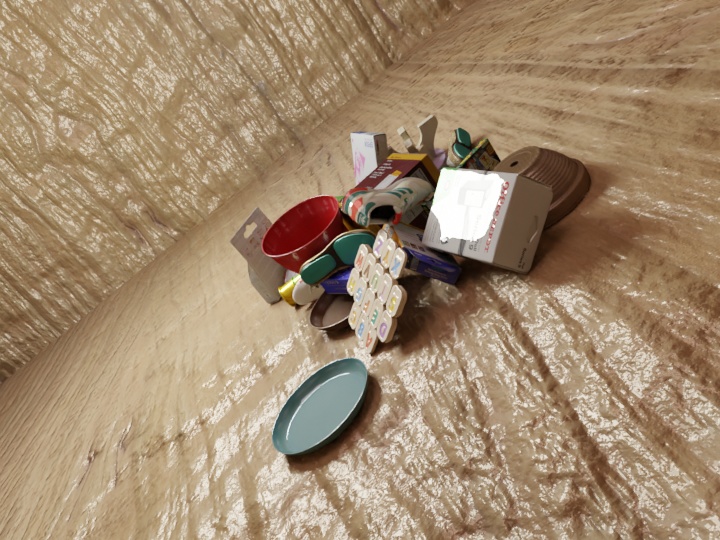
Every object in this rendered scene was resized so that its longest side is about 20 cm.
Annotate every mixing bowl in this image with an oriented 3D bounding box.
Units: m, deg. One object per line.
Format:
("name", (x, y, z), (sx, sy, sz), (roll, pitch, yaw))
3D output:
("mixing bowl", (-0.110, -0.062, 1.427), (0.198, 0.109, 0.201), (-23, 33, 16))

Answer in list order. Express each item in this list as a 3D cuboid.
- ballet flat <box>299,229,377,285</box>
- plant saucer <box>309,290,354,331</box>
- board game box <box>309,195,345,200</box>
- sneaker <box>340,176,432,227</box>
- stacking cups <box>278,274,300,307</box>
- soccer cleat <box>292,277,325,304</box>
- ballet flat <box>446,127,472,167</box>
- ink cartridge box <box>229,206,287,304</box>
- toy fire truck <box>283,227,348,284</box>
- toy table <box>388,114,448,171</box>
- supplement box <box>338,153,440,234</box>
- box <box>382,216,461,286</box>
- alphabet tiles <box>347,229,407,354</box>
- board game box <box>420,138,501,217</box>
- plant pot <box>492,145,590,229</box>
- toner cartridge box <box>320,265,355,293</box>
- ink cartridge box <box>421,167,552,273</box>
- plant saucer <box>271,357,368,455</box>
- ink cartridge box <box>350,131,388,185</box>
("ballet flat", (-0.041, -0.036, 1.291), (0.199, 0.069, 0.063), (-26, 12, 28))
("plant saucer", (-0.019, 0.057, 1.319), (0.199, 0.035, 0.201), (-32, 22, 15))
("board game box", (-0.037, -0.155, 1.600), (0.199, 0.095, 0.030), (-18, -45, -55))
("sneaker", (0.066, -0.120, 1.212), (0.198, 0.071, 0.094), (-13, 42, -29))
("stacking cups", (-0.099, 0.006, 1.515), (0.199, 0.061, 0.061), (-37, 21, 7))
("soccer cleat", (-0.071, 0.013, 1.448), (0.199, 0.069, 0.085), (-34, 20, 2))
("ballet flat", (0.239, -0.281, 1.550), (0.066, 0.070, 0.201), (-59, 7, 31))
("ink cartridge box", (-0.252, -0.039, 1.659), (0.047, 0.201, 0.161), (-21, 27, 36))
("toy fire truck", (-0.111, -0.051, 1.615), (0.199, 0.112, 0.170), (-17, 56, 41))
("toy table", (0.143, -0.300, 1.651), (0.183, 0.117, 0.200), (-39, 22, 1))
("supplement box", (0.074, -0.147, 1.433), (0.200, 0.133, 0.197), (-42, 21, -8))
("box", (0.109, -0.034, 1.175), (0.200, 0.118, 0.042), (-103, 35, -66))
("alphabet tiles", (0.025, 0.036, 1.135), (0.200, 0.014, 0.197), (53, 129, 55))
("board game box", (0.213, -0.157, 1.270), (0.200, 0.105, 0.023), (-47, 26, -17))
("plant pot", (0.297, -0.155, 1.146), (0.200, 0.093, 0.201), (-34, 22, 16))
("toner cartridge box", (0.000, 0.000, 1.299), (0.095, 0.043, 0.199), (-48, 24, -25))
("ink cartridge box", (0.205, -0.089, 1.068), (0.199, 0.083, 0.148), (20, 95, 59))
("plant saucer", (-0.062, 0.228, 1.062), (0.199, 0.027, 0.201), (-34, 21, 15))
("ink cartridge box", (0.028, -0.249, 1.629), (0.043, 0.203, 0.196), (-10, 15, -16))
